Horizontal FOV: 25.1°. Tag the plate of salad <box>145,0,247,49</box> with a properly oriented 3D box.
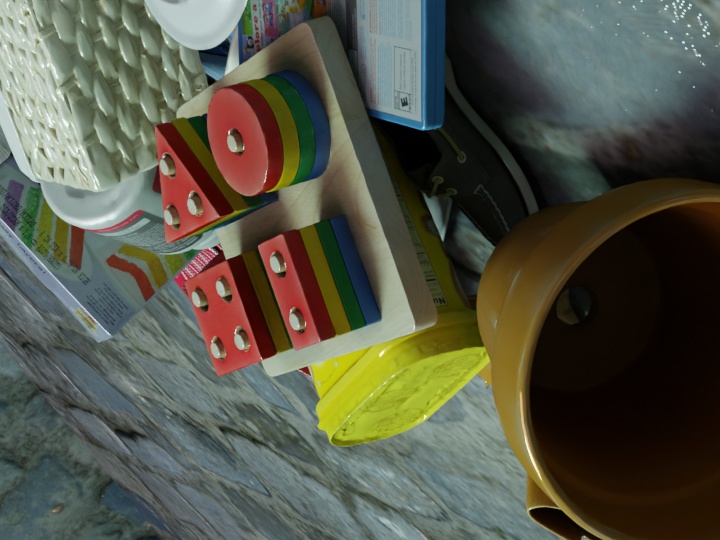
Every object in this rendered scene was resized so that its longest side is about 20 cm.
[{"bbox_3d":[-0.107,-0.243,1.039,0.200,0.048,0.200,27,124,51],"label":"plate of salad"}]

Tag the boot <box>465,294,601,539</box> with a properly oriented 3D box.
[{"bbox_3d":[0.126,0.105,1.097,0.201,0.144,0.071,22,137,3],"label":"boot"}]

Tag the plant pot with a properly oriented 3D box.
[{"bbox_3d":[0.155,0.037,0.936,0.200,0.200,0.183,52,176,-19],"label":"plant pot"}]

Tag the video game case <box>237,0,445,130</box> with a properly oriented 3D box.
[{"bbox_3d":[-0.017,-0.173,0.992,0.200,0.018,0.143,22,118,50],"label":"video game case"}]

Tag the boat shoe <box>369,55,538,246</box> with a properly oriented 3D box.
[{"bbox_3d":[0.049,-0.085,1.072,0.202,0.060,0.072,54,160,-23],"label":"boat shoe"}]

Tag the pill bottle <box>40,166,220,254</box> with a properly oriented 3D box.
[{"bbox_3d":[-0.186,-0.075,1.436,0.111,0.111,0.200,37,-174,24],"label":"pill bottle"}]

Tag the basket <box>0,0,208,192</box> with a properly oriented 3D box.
[{"bbox_3d":[-0.208,-0.172,1.224,0.123,0.135,0.200,22,136,51],"label":"basket"}]

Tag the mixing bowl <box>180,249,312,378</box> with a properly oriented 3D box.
[{"bbox_3d":[-0.030,0.021,1.279,0.200,0.108,0.200,30,172,4],"label":"mixing bowl"}]

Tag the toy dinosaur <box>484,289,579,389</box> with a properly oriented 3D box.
[{"bbox_3d":[0.142,0.046,1.184,0.106,0.060,0.200,0,136,20],"label":"toy dinosaur"}]

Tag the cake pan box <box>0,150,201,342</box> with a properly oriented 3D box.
[{"bbox_3d":[-0.247,-0.065,1.552,0.200,0.184,0.052,49,157,-8],"label":"cake pan box"}]

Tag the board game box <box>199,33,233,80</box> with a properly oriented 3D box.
[{"bbox_3d":[-0.153,-0.211,1.306,0.200,0.019,0.103,35,160,30],"label":"board game box"}]

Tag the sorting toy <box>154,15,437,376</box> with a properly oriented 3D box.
[{"bbox_3d":[-0.061,-0.034,1.036,0.200,0.070,0.199,-22,87,58],"label":"sorting toy"}]

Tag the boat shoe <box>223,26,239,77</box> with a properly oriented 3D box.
[{"bbox_3d":[-0.056,-0.129,1.220,0.093,0.075,0.200,12,142,-1],"label":"boat shoe"}]

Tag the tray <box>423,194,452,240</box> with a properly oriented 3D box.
[{"bbox_3d":[0.027,-0.051,1.250,0.107,0.022,0.200,40,160,13],"label":"tray"}]

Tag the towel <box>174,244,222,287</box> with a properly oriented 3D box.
[{"bbox_3d":[-0.158,0.017,1.783,0.145,0.022,0.200,50,161,-14],"label":"towel"}]

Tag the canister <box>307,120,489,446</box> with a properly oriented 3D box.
[{"bbox_3d":[0.000,0.000,1.122,0.149,0.086,0.200,-48,57,49],"label":"canister"}]
